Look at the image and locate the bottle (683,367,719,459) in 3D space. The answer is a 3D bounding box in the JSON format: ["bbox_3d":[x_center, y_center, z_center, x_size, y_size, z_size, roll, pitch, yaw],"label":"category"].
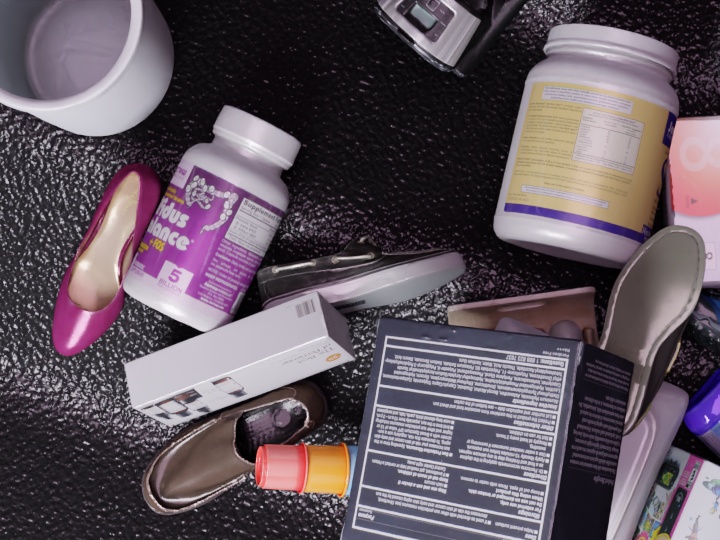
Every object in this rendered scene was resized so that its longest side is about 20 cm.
[{"bbox_3d":[0.398,0.178,1.285,0.200,0.065,0.084,45,86,4],"label":"bottle"}]

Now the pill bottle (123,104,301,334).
[{"bbox_3d":[-0.135,-0.049,1.295,0.112,0.112,0.201,25,89,3],"label":"pill bottle"}]

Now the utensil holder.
[{"bbox_3d":[-0.265,-0.214,1.264,0.169,0.200,0.171,0,87,2],"label":"utensil holder"}]

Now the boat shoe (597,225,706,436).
[{"bbox_3d":[0.251,0.056,1.221,0.071,0.061,0.202,24,86,20],"label":"boat shoe"}]

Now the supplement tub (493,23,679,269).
[{"bbox_3d":[0.212,-0.113,1.267,0.145,0.145,0.201,14,88,3],"label":"supplement tub"}]

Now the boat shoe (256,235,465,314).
[{"bbox_3d":[0.000,0.000,1.306,0.199,0.071,0.064,-13,73,-6],"label":"boat shoe"}]

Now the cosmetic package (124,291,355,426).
[{"bbox_3d":[-0.112,0.086,1.282,0.199,0.083,0.051,-21,68,12],"label":"cosmetic package"}]

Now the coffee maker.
[{"bbox_3d":[0.124,-0.287,1.280,0.200,0.192,0.135,-48,63,20],"label":"coffee maker"}]

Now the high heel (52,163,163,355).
[{"bbox_3d":[-0.250,-0.011,1.305,0.067,0.096,0.201,23,88,3],"label":"high heel"}]

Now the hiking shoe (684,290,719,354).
[{"bbox_3d":[0.385,0.049,1.293,0.199,0.074,0.087,23,86,-8],"label":"hiking shoe"}]

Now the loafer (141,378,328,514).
[{"bbox_3d":[-0.125,0.165,1.305,0.199,0.071,0.073,-34,86,1],"label":"loafer"}]

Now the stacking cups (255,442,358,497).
[{"bbox_3d":[0.004,0.186,1.272,0.199,0.060,0.061,4,87,-17],"label":"stacking cups"}]

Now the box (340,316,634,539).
[{"bbox_3d":[0.108,0.155,1.166,0.199,0.123,0.200,6,81,34],"label":"box"}]

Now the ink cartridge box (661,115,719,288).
[{"bbox_3d":[0.389,-0.068,1.305,0.199,0.050,0.163,-4,88,5],"label":"ink cartridge box"}]

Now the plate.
[{"bbox_3d":[0.184,0.171,1.261,0.199,0.032,0.201,22,91,-7],"label":"plate"}]

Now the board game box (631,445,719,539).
[{"bbox_3d":[0.283,0.267,1.245,0.064,0.148,0.201,22,88,1],"label":"board game box"}]

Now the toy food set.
[{"bbox_3d":[0.167,0.124,1.300,0.143,0.060,0.201,-8,87,2],"label":"toy food set"}]
